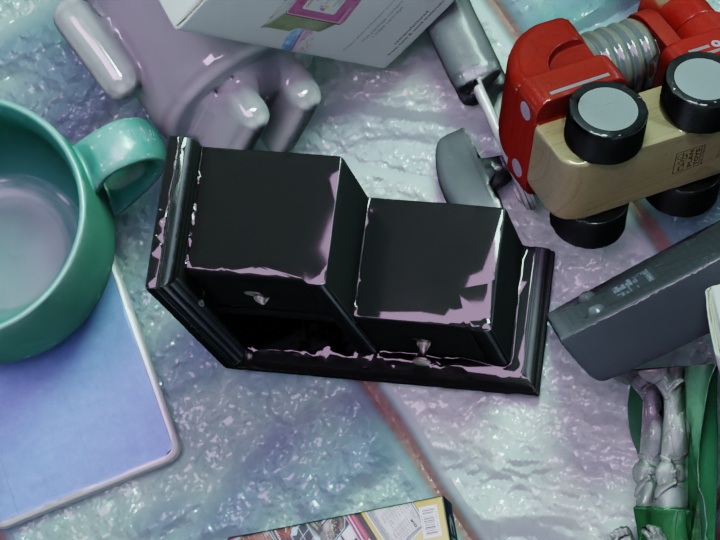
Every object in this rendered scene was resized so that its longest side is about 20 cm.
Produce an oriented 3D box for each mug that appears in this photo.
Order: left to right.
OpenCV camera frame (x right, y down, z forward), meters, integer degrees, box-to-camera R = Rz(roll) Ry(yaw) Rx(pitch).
[{"bbox_3d":[-0.211,-0.018,1.689,0.185,0.114,0.152,6,78,11],"label":"mug"}]

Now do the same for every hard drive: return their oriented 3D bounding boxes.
[{"bbox_3d":[0.207,0.000,1.612,0.200,0.135,0.042,-28,95,2],"label":"hard drive"}]

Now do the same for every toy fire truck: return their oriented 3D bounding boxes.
[{"bbox_3d":[0.153,-0.140,1.652,0.176,0.129,0.200,-19,52,-20],"label":"toy fire truck"}]

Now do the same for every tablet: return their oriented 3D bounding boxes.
[{"bbox_3d":[-0.201,0.048,1.737,0.130,0.014,0.200,-22,75,5],"label":"tablet"}]

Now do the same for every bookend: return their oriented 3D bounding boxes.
[{"bbox_3d":[0.000,0.000,1.613,0.200,0.199,0.092,5,76,11],"label":"bookend"}]

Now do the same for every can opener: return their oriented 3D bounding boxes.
[{"bbox_3d":[0.054,-0.117,1.706,0.067,0.053,0.200,-26,72,3],"label":"can opener"}]

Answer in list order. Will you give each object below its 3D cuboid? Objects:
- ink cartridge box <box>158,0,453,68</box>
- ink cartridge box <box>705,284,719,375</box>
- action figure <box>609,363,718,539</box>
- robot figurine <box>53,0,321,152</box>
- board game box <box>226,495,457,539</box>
[{"bbox_3d":[-0.053,-0.209,1.641,0.085,0.200,0.145,-43,62,26],"label":"ink cartridge box"},{"bbox_3d":[0.283,0.093,1.541,0.144,0.084,0.200,-14,116,7],"label":"ink cartridge box"},{"bbox_3d":[0.177,0.155,1.601,0.055,0.118,0.200,-4,87,-14],"label":"action figure"},{"bbox_3d":[-0.106,-0.158,1.715,0.169,0.113,0.200,-20,69,-36],"label":"robot figurine"},{"bbox_3d":[0.003,0.244,1.640,0.135,0.035,0.200,-11,75,8],"label":"board game box"}]
